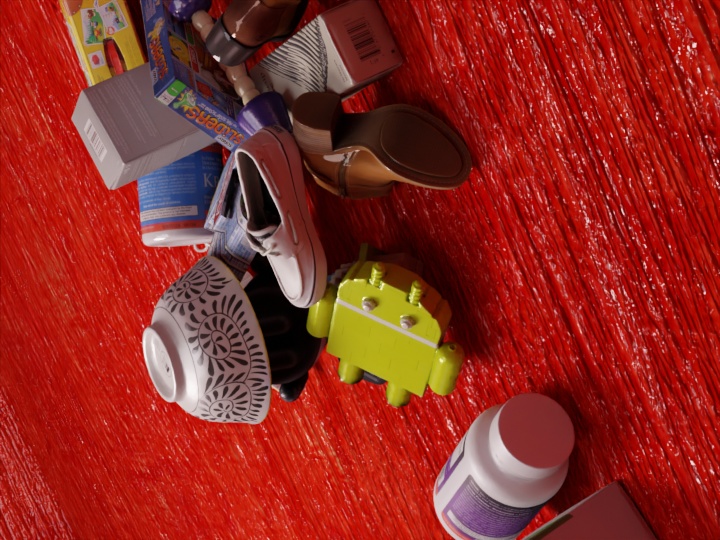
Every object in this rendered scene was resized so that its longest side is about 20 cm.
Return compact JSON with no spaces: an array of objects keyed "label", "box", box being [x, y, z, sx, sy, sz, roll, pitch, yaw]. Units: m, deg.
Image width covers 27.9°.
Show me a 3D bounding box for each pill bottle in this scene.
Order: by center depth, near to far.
[{"label":"pill bottle","box":[0.152,0.207,1.515,0.112,0.111,0.201,53,152,17]},{"label":"pill bottle","box":[-0.227,-0.135,1.823,0.112,0.111,0.203,-9,86,62]}]

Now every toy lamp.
[{"label":"toy lamp","box":[-0.134,-0.214,1.545,0.201,0.058,0.058,59,154,17]}]

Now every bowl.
[{"label":"bowl","box":[-0.187,0.093,1.642,0.200,0.093,0.203,39,138,46]}]

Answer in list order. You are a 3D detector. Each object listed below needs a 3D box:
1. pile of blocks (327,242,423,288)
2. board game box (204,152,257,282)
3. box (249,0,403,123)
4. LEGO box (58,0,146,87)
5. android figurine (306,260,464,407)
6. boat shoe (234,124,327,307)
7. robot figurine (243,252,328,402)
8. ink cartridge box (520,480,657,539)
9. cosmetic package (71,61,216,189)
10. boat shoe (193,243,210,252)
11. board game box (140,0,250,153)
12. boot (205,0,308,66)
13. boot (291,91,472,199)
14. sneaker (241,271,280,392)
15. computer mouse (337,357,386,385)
[{"label":"pile of blocks","box":[0.000,0.000,1.632,0.200,0.081,0.063,-24,54,61]},{"label":"board game box","box":[-0.127,-0.099,1.681,0.061,0.201,0.200,21,139,-10]},{"label":"box","box":[-0.040,-0.213,1.512,0.083,0.068,0.200,64,153,-2]},{"label":"LEGO box","box":[-0.328,-0.282,1.904,0.149,0.076,0.202,-135,26,-67]},{"label":"android figurine","box":[0.029,0.066,1.560,0.181,0.041,0.201,26,140,10]},{"label":"boat shoe","box":[-0.087,-0.046,1.498,0.071,0.065,0.202,17,126,39]},{"label":"robot figurine","box":[-0.097,0.063,1.742,0.124,0.200,0.151,27,106,1]},{"label":"ink cartridge box","box":[0.195,0.311,1.498,0.084,0.144,0.200,56,153,12]},{"label":"cosmetic package","box":[-0.229,-0.191,1.724,0.108,0.199,0.090,60,151,8]},{"label":"boat shoe","box":[-0.203,-0.070,1.910,0.202,0.086,0.075,46,149,30]},{"label":"board game box","box":[-0.176,-0.226,1.604,0.135,0.034,0.201,34,-153,-36]},{"label":"boot","box":[-0.053,-0.304,1.413,0.069,0.188,0.200,48,128,-1]},{"label":"boot","box":[0.023,-0.105,1.491,0.198,0.077,0.156,14,159,12]},{"label":"sneaker","box":[-0.132,0.084,1.955,0.201,0.078,0.077,58,166,16]},{"label":"computer mouse","box":[0.040,0.086,1.675,0.139,0.046,0.201,24,156,13]}]
